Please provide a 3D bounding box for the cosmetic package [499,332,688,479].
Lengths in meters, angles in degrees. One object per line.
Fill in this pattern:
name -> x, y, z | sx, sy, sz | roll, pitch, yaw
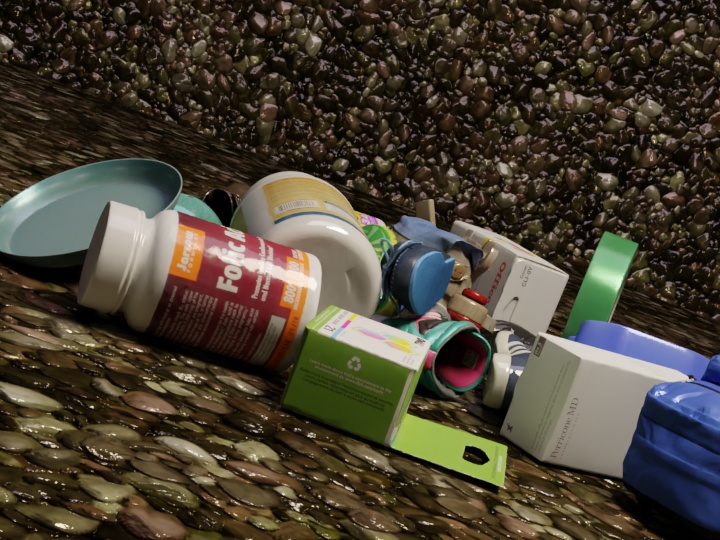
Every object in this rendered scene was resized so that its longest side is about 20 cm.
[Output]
cosmetic package -> 0.249, 0.141, 1.360 | 0.199, 0.113, 0.081 | 13, 10, -32

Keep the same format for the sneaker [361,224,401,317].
sneaker -> 0.000, 0.000, 1.566 | 0.083, 0.074, 0.200 | 12, 25, -12

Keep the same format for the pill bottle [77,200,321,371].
pill bottle -> -0.145, 0.012, 1.241 | 0.199, 0.115, 0.114 | 17, 8, -17

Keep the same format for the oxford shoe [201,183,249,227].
oxford shoe -> -0.155, -0.064, 1.622 | 0.072, 0.085, 0.200 | 9, 27, 2

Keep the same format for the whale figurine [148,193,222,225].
whale figurine -> -0.225, -0.045, 1.463 | 0.200, 0.104, 0.159 | 29, 12, 39

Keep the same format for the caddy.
caddy -> 0.296, 0.138, 1.515 | 0.199, 0.105, 0.141 | 20, -20, 0

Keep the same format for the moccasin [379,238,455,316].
moccasin -> 0.049, 0.007, 1.448 | 0.068, 0.081, 0.200 | 20, 0, 11

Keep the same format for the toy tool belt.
toy tool belt -> 0.100, -0.013, 1.634 | 0.125, 0.123, 0.200 | 27, -1, -36

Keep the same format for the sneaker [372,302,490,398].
sneaker -> 0.086, 0.079, 1.461 | 0.120, 0.084, 0.200 | 18, 14, 23

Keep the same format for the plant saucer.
plant saucer -> -0.271, -0.055, 1.371 | 0.199, 0.028, 0.200 | -10, 30, 6

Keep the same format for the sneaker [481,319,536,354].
sneaker -> 0.226, 0.119, 1.626 | 0.199, 0.060, 0.104 | 25, 3, -18

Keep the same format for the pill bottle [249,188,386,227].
pill bottle -> -0.071, -0.047, 1.868 | 0.199, 0.105, 0.104 | 17, 8, -19

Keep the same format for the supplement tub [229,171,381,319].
supplement tub -> -0.063, -0.016, 1.437 | 0.144, 0.145, 0.200 | 17, 18, -17

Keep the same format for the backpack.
backpack -> 0.343, 0.164, 1.256 | 0.199, 0.169, 0.162 | 10, 5, -33

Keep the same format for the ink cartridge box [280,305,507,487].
ink cartridge box -> 0.044, 0.107, 1.209 | 0.199, 0.076, 0.148 | 19, 8, 5

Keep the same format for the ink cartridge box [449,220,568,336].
ink cartridge box -> 0.166, 0.035, 1.756 | 0.083, 0.146, 0.200 | 18, 8, -22

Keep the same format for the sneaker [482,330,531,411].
sneaker -> 0.177, 0.116, 1.465 | 0.084, 0.075, 0.200 | 13, 10, 5

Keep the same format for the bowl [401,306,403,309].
bowl -> 0.034, 0.055, 1.672 | 0.199, 0.040, 0.201 | 19, 8, -3

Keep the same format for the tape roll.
tape roll -> 0.299, 0.052, 1.761 | 0.048, 0.201, 0.200 | 22, 8, 11
